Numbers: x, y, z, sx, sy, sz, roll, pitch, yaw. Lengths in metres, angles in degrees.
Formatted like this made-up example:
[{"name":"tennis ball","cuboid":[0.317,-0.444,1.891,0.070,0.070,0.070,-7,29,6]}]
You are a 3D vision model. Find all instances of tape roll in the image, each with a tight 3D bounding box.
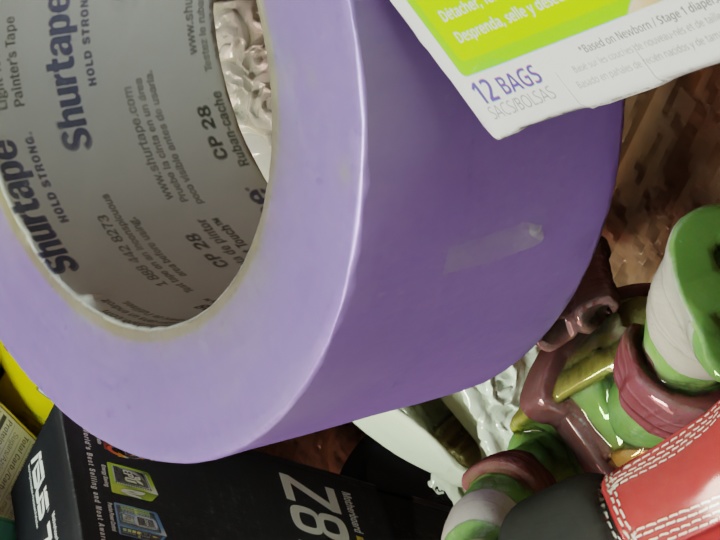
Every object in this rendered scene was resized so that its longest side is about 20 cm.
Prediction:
[{"name":"tape roll","cuboid":[-0.031,-0.057,0.730,0.200,0.085,0.201,19,115,47]}]

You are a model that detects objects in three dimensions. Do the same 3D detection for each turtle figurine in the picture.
[{"name":"turtle figurine","cuboid":[0.097,0.068,0.740,0.144,0.200,0.194,20,149,-8]}]

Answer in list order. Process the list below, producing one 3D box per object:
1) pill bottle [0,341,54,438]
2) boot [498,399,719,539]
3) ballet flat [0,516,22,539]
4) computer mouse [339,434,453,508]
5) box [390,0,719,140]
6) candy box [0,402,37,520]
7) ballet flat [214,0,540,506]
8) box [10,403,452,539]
[{"name":"pill bottle","cuboid":[-0.090,0.017,0.994,0.104,0.104,0.200,45,154,3]},{"name":"boot","cuboid":[0.119,0.070,0.658,0.200,0.144,0.073,30,-147,-49]},{"name":"ballet flat","cuboid":[-0.082,0.134,0.940,0.200,0.063,0.069,23,-151,-35]},{"name":"computer mouse","cuboid":[0.031,0.142,1.016,0.034,0.059,0.200,11,127,39]},{"name":"box","cuboid":[0.028,-0.143,0.593,0.200,0.101,0.112,52,153,-12]},{"name":"candy box","cuboid":[-0.180,0.047,0.945,0.115,0.055,0.200,8,152,36]},{"name":"ballet flat","cuboid":[0.000,0.000,0.882,0.200,0.072,0.072,50,154,-5]},{"name":"box","cuboid":[-0.018,0.128,0.864,0.161,0.049,0.200,19,-156,-20]}]
